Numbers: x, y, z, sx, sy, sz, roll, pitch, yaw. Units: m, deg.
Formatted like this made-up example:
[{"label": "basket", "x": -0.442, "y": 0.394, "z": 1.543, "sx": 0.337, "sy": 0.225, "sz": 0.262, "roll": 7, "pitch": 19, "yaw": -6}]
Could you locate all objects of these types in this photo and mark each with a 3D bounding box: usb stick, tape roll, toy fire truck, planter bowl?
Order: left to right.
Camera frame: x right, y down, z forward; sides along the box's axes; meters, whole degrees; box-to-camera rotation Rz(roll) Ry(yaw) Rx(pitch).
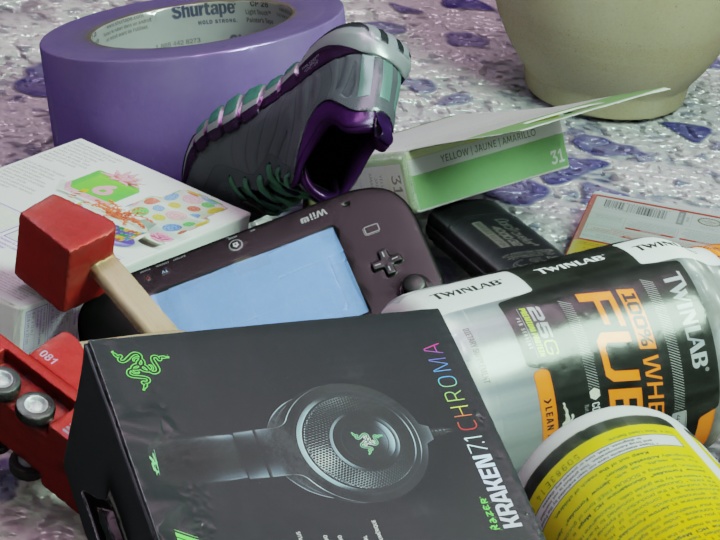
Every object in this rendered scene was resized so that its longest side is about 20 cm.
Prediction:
[{"label": "toy fire truck", "x": -0.135, "y": 0.054, "z": 1.493, "sx": 0.200, "sy": 0.049, "sz": 0.141, "roll": 35, "pitch": 47, "yaw": 22}, {"label": "tape roll", "x": -0.104, "y": -0.120, "z": 1.845, "sx": 0.199, "sy": 0.085, "sz": 0.200, "roll": -7, "pitch": 17, "yaw": 2}, {"label": "usb stick", "x": 0.087, "y": -0.009, "z": 1.719, "sx": 0.055, "sy": 0.033, "sz": 0.200, "roll": -6, "pitch": 14, "yaw": -12}, {"label": "planter bowl", "x": 0.183, "y": -0.191, "z": 2.052, "sx": 0.199, "sy": 0.135, "sz": 0.200, "roll": 6, "pitch": 25, "yaw": -3}]

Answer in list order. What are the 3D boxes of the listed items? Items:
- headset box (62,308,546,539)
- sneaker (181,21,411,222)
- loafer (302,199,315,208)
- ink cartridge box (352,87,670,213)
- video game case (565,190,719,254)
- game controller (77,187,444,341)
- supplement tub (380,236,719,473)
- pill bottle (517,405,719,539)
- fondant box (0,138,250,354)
[{"label": "headset box", "x": -0.035, "y": 0.116, "z": 1.354, "sx": 0.199, "sy": 0.093, "sz": 0.175, "roll": -4, "pitch": 46, "yaw": -21}, {"label": "sneaker", "x": -0.047, "y": -0.063, "z": 1.682, "sx": 0.074, "sy": 0.200, "sz": 0.088, "roll": 24, "pitch": 48, "yaw": -25}, {"label": "loafer", "x": 0.000, "y": 0.000, "z": 1.678, "sx": 0.067, "sy": 0.076, "sz": 0.200, "roll": -2, "pitch": 26, "yaw": -3}, {"label": "ink cartridge box", "x": 0.081, "y": -0.073, "z": 1.796, "sx": 0.145, "sy": 0.048, "sz": 0.199, "roll": -18, "pitch": 11, "yaw": -42}, {"label": "video game case", "x": 0.196, "y": 0.007, "z": 1.777, "sx": 0.142, "sy": 0.018, "sz": 0.200, "roll": 11, "pitch": 26, "yaw": 10}, {"label": "game controller", "x": -0.055, "y": 0.023, "z": 1.566, "sx": 0.199, "sy": 0.042, "sz": 0.105, "roll": -20, "pitch": 64, "yaw": -5}, {"label": "supplement tub", "x": 0.116, "y": 0.052, "z": 1.518, "sx": 0.199, "sy": 0.123, "sz": 0.123, "roll": -14, "pitch": 31, "yaw": -22}, {"label": "pill bottle", "x": 0.152, "y": 0.157, "z": 1.340, "sx": 0.112, "sy": 0.113, "sz": 0.200, "roll": -4, "pitch": 27, "yaw": -20}, {"label": "fondant box", "x": -0.183, "y": -0.007, "z": 1.674, "sx": 0.144, "sy": 0.059, "sz": 0.200, "roll": 24, "pitch": 31, "yaw": 32}]
